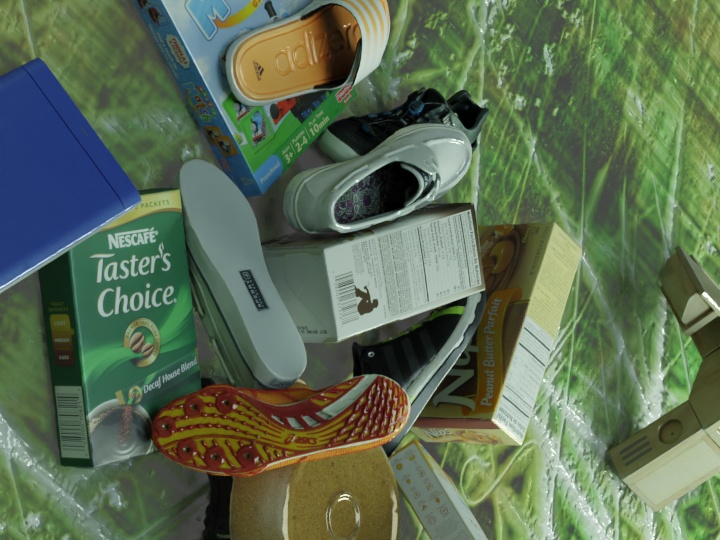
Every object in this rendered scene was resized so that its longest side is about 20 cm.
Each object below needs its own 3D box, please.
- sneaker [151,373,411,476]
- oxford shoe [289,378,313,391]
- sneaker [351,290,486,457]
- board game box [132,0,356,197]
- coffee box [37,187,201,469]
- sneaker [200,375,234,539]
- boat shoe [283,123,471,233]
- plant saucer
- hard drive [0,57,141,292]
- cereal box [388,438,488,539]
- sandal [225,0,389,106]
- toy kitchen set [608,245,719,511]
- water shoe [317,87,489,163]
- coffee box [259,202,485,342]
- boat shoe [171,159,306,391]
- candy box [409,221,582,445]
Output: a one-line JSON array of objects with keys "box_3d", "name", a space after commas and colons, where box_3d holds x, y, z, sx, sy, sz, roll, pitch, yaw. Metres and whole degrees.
[{"box_3d": [-0.060, 0.123, 1.513, 0.198, 0.077, 0.074, -3, 76, -5], "name": "sneaker"}, {"box_3d": [-0.046, 0.188, 1.643, 0.071, 0.071, 0.202, 5, 83, -46], "name": "oxford shoe"}, {"box_3d": [0.034, 0.076, 1.715, 0.083, 0.072, 0.201, 35, 69, 3], "name": "sneaker"}, {"box_3d": [-0.093, -0.186, 1.626, 0.151, 0.036, 0.201, -49, 123, -37], "name": "board game box"}, {"box_3d": [-0.183, 0.042, 1.512, 0.122, 0.044, 0.202, -9, 95, -47], "name": "coffee box"}, {"box_3d": [-0.084, 0.181, 1.588, 0.079, 0.074, 0.202, -9, 95, -35], "name": "sneaker"}, {"box_3d": [0.029, -0.075, 1.635, 0.199, 0.068, 0.073, -14, 108, -40], "name": "boat shoe"}, {"box_3d": [-0.025, 0.197, 1.585, 0.199, 0.035, 0.202, 9, 78, -50], "name": "plant saucer"}, {"box_3d": [-0.263, -0.058, 1.404, 0.200, 0.025, 0.132, -36, 90, -43], "name": "hard drive"}, {"box_3d": [0.098, 0.251, 1.692, 0.201, 0.039, 0.144, 57, 2, 25], "name": "cereal box"}, {"box_3d": [-0.025, -0.181, 1.630, 0.206, 0.059, 0.080, -32, 112, -46], "name": "sandal"}, {"box_3d": [0.308, 0.094, 2.041, 0.163, 0.180, 0.201, 42, 19, -42], "name": "toy kitchen set"}, {"box_3d": [0.037, -0.127, 1.729, 0.199, 0.071, 0.079, -9, 133, -55], "name": "water shoe"}, {"box_3d": [0.000, 0.000, 1.668, 0.199, 0.112, 0.081, -18, 102, -48], "name": "coffee box"}, {"box_3d": [-0.107, 0.011, 1.569, 0.072, 0.066, 0.201, -13, 71, -48], "name": "boat shoe"}, {"box_3d": [0.116, 0.056, 1.793, 0.055, 0.115, 0.201, 38, 61, -39], "name": "candy box"}]
